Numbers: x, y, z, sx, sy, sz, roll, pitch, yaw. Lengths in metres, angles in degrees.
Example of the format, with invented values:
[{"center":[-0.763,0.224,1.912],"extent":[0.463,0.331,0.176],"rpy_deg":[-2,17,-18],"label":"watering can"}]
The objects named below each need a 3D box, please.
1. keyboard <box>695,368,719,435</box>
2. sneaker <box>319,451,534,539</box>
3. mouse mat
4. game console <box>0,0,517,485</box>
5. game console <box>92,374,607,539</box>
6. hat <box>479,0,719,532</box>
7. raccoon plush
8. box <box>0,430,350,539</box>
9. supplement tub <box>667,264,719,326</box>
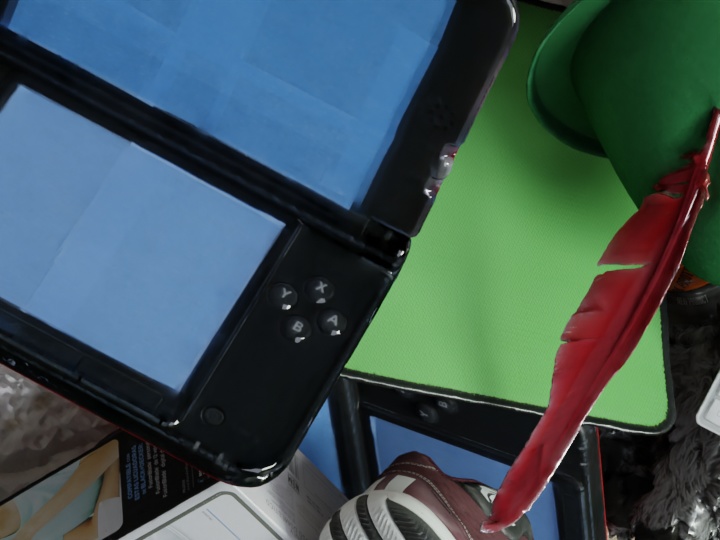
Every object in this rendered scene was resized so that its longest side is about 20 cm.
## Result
[{"center":[0.230,0.079,1.156],"extent":[0.200,0.011,0.056],"rpy_deg":[27,96,3],"label":"keyboard"},{"center":[0.064,0.151,1.141],"extent":[0.076,0.116,0.200],"rpy_deg":[-27,101,21],"label":"sneaker"},{"center":[0.047,-0.033,1.178],"extent":[0.161,0.200,0.008],"rpy_deg":[12,147,-21],"label":"mouse mat"},{"center":[-0.074,-0.053,1.057],"extent":[0.172,0.200,0.119],"rpy_deg":[-59,175,-33],"label":"game console"},{"center":[0.002,0.127,1.220],"extent":[0.119,0.172,0.200],"rpy_deg":[-52,149,-35],"label":"game console"},{"center":[0.153,-0.012,1.115],"extent":[0.165,0.176,0.200],"rpy_deg":[14,142,-36],"label":"hat"},{"center":[0.183,0.069,1.234],"extent":[0.200,0.097,0.134],"rpy_deg":[-36,141,27],"label":"raccoon plush"},{"center":[-0.099,0.138,1.160],"extent":[0.200,0.060,0.117],"rpy_deg":[-29,127,17],"label":"box"},{"center":[0.202,0.003,1.315],"extent":[0.200,0.123,0.123],"rpy_deg":[35,89,-35],"label":"supplement tub"}]
